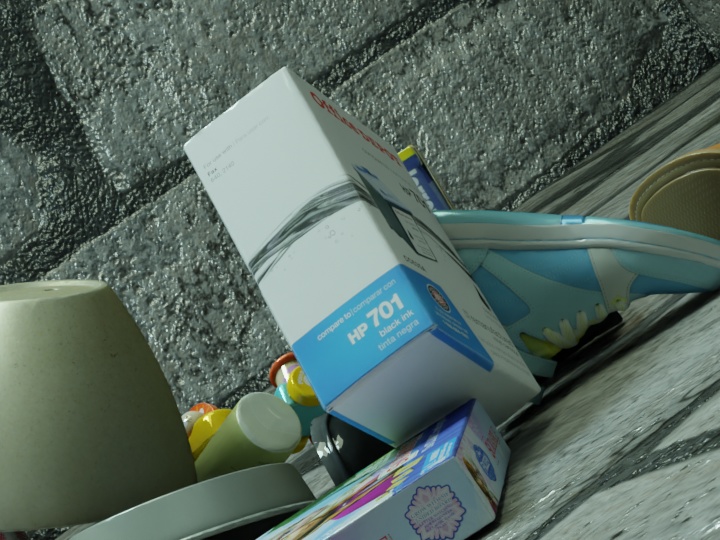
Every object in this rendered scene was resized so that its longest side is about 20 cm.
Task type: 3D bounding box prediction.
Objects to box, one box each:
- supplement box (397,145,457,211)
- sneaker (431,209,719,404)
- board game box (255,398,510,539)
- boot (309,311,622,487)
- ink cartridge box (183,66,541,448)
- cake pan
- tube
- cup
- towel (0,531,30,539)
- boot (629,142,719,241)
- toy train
[{"bbox_3d":[0.029,0.003,1.705,0.109,0.109,0.200,-33,-10,2],"label":"supplement box"},{"bbox_3d":[0.127,0.032,1.548,0.198,0.132,0.080,4,-2,14],"label":"sneaker"},{"bbox_3d":[-0.015,0.150,1.341,0.199,0.041,0.200,-34,1,7],"label":"board game box"},{"bbox_3d":[0.072,0.073,1.634,0.199,0.066,0.165,-29,4,10],"label":"boot"},{"bbox_3d":[0.000,0.000,1.464,0.086,0.201,0.146,-36,-30,14],"label":"ink cartridge box"},{"bbox_3d":[-0.117,0.175,1.668,0.199,0.037,0.200,-20,-12,-4],"label":"cake pan"},{"bbox_3d":[-0.104,0.163,1.785,0.200,0.058,0.052,-53,5,41],"label":"tube"},{"bbox_3d":[-0.214,0.084,1.702,0.199,0.144,0.200,-4,8,1],"label":"cup"},{"bbox_3d":[-0.297,0.262,1.793,0.199,0.147,0.030,-33,-1,11],"label":"towel"},{"bbox_3d":[0.275,-0.079,1.592,0.199,0.077,0.155,-31,4,32],"label":"boot"},{"bbox_3d":[-0.076,0.128,1.844,0.199,0.056,0.150,-29,-34,5],"label":"toy train"}]
